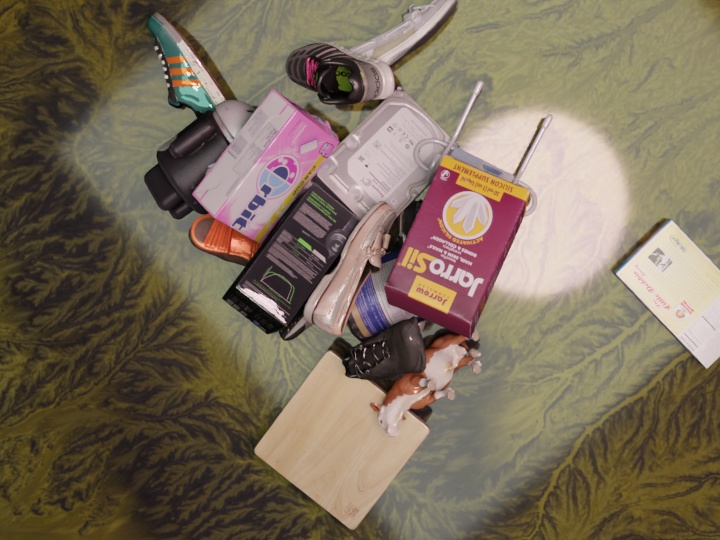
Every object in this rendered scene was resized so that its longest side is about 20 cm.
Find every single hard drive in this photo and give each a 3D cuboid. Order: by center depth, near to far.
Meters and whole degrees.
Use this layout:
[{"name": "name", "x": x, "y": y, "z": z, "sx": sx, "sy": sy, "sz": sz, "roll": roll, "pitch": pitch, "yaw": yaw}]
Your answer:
[{"name": "hard drive", "x": 0.038, "y": -0.160, "z": 1.651, "sx": 0.140, "sy": 0.038, "sz": 0.200, "roll": 45, "pitch": 72, "yaw": 0}]

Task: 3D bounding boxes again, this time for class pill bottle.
[{"name": "pill bottle", "x": 0.072, "y": 0.021, "z": 1.598, "sx": 0.198, "sy": 0.112, "sz": 0.113, "roll": -21, "pitch": 93, "yaw": 12}]

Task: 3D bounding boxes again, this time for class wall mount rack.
[{"name": "wall mount rack", "x": 0.185, "y": -0.173, "z": 1.617, "sx": 0.199, "sy": 0.075, "sz": 0.175, "roll": 28, "pitch": 60, "yaw": 7}]

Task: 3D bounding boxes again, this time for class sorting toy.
[{"name": "sorting toy", "x": -0.027, "y": 0.256, "z": 1.722, "sx": 0.198, "sy": 0.070, "sz": 0.201, "roll": 37, "pitch": 98, "yaw": 1}]

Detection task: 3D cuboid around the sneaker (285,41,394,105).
[{"name": "sneaker", "x": -0.048, "y": -0.288, "z": 1.629, "sx": 0.199, "sy": 0.087, "sz": 0.075, "roll": 22, "pitch": 119, "yaw": 36}]

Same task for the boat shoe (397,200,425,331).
[{"name": "boat shoe", "x": 0.078, "y": -0.005, "z": 1.686, "sx": 0.060, "sy": 0.074, "sz": 0.202, "roll": 5, "pitch": 100, "yaw": 12}]

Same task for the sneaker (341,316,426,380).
[{"name": "sneaker", "x": 0.032, "y": 0.121, "z": 1.554, "sx": 0.090, "sy": 0.200, "sz": 0.077, "roll": -8, "pitch": 72, "yaw": -20}]

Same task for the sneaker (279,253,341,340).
[{"name": "sneaker", "x": -0.048, "y": 0.041, "z": 1.703, "sx": 0.200, "sy": 0.074, "sz": 0.079, "roll": -43, "pitch": 125, "yaw": 12}]

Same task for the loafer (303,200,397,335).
[{"name": "loafer", "x": 0.000, "y": 0.000, "z": 1.540, "sx": 0.063, "sy": 0.072, "sz": 0.201, "roll": 31, "pitch": 80, "yaw": 22}]

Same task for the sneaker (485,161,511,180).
[{"name": "sneaker", "x": 0.151, "y": -0.070, "z": 1.679, "sx": 0.095, "sy": 0.079, "sz": 0.202, "roll": 26, "pitch": 88, "yaw": 8}]

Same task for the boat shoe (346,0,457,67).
[{"name": "boat shoe", "x": 0.055, "y": -0.352, "z": 1.657, "sx": 0.201, "sy": 0.074, "sz": 0.065, "roll": -36, "pitch": 91, "yaw": 16}]

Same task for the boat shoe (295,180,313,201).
[{"name": "boat shoe", "x": -0.046, "y": -0.134, "z": 1.690, "sx": 0.198, "sy": 0.072, "sz": 0.068, "roll": 11, "pitch": 66, "yaw": -5}]

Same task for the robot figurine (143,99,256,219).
[{"name": "robot figurine", "x": -0.220, "y": -0.162, "z": 1.647, "sx": 0.199, "sy": 0.150, "sz": 0.125, "roll": -36, "pitch": 105, "yaw": 5}]

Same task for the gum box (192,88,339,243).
[{"name": "gum box", "x": -0.130, "y": -0.150, "z": 1.575, "sx": 0.201, "sy": 0.113, "sz": 0.066, "roll": -51, "pitch": 55, "yaw": 6}]

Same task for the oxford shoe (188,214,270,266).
[{"name": "oxford shoe", "x": -0.169, "y": -0.037, "z": 1.715, "sx": 0.198, "sy": 0.073, "sz": 0.072, "roll": 20, "pitch": 78, "yaw": -14}]

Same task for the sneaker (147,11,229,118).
[{"name": "sneaker", "x": -0.274, "y": -0.296, "z": 1.692, "sx": 0.080, "sy": 0.071, "sz": 0.201, "roll": -35, "pitch": 93, "yaw": 3}]

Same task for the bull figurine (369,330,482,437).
[{"name": "bull figurine", "x": 0.102, "y": 0.162, "z": 1.644, "sx": 0.065, "sy": 0.121, "sz": 0.200, "roll": 53, "pitch": 56, "yaw": -17}]

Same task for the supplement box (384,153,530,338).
[{"name": "supplement box", "x": 0.129, "y": -0.031, "z": 1.487, "sx": 0.130, "sy": 0.103, "sz": 0.202, "roll": 23, "pitch": 79, "yaw": 10}]

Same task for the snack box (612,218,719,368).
[{"name": "snack box", "x": 0.490, "y": 0.034, "z": 1.668, "sx": 0.116, "sy": 0.037, "sz": 0.200, "roll": -44, "pitch": 90, "yaw": 7}]

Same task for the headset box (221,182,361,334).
[{"name": "headset box", "x": -0.098, "y": -0.019, "z": 1.604, "sx": 0.092, "sy": 0.174, "sz": 0.201, "roll": 37, "pitch": 75, "yaw": -7}]
